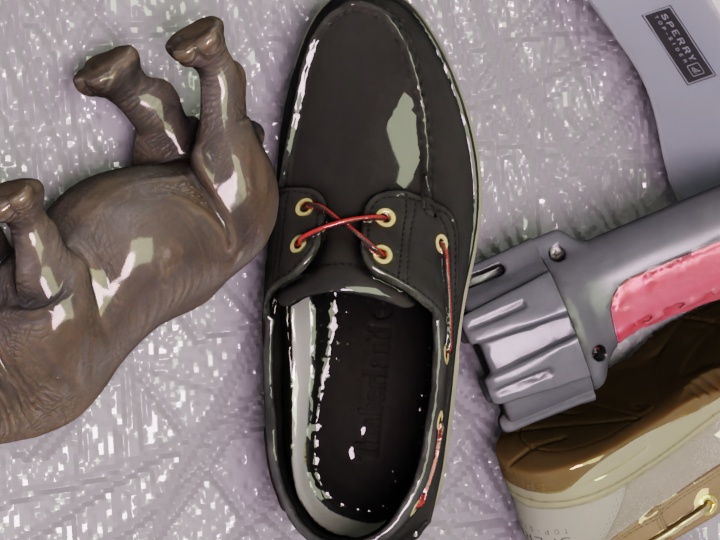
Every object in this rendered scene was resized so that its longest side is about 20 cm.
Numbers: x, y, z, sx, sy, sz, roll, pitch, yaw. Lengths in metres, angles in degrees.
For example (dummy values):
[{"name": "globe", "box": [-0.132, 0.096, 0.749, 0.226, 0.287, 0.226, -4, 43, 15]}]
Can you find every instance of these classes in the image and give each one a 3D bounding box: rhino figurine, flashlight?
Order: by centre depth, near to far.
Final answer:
[{"name": "rhino figurine", "box": [-0.106, 0.006, 0.809, 0.200, 0.060, 0.088, -42, 120, -20]}, {"name": "flashlight", "box": [0.136, 0.002, 0.908, 0.199, 0.068, 0.068, -24, 132, -2]}]

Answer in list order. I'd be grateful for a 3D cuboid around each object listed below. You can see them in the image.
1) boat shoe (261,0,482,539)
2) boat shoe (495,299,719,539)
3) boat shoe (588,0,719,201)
[{"name": "boat shoe", "box": [0.003, 0.000, 0.860, 0.073, 0.063, 0.203, 1, 91, 10]}, {"name": "boat shoe", "box": [0.138, 0.062, 0.954, 0.199, 0.074, 0.067, -22, 114, -27]}, {"name": "boat shoe", "box": [0.138, -0.091, 0.953, 0.200, 0.070, 0.066, 53, 43, -25]}]
